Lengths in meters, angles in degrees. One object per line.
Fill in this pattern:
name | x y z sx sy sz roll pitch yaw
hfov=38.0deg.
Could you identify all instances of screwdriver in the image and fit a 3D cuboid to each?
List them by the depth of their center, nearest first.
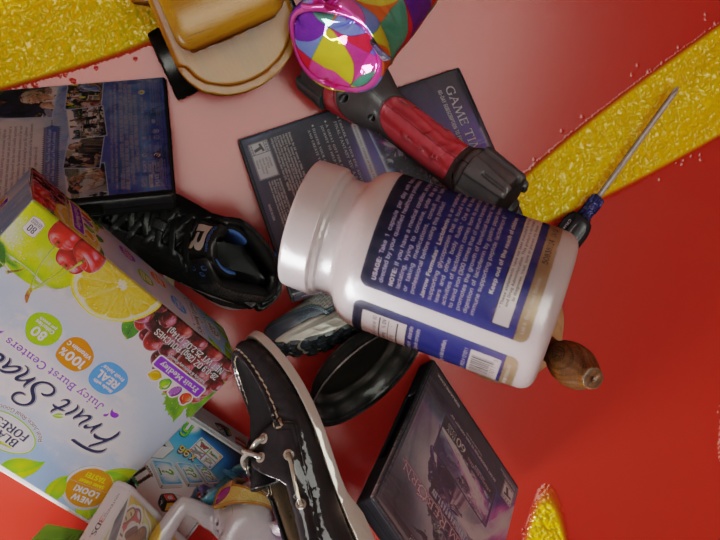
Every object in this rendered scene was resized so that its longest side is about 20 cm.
screwdriver | 0.218 -0.077 0.907 0.028 0.029 0.201 36 95 -12

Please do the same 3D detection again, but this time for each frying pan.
frying pan | 0.014 0.057 0.841 0.114 0.031 0.192 -17 144 -41

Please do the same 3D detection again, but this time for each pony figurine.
pony figurine | -0.064 0.214 0.805 0.201 0.166 0.194 -49 116 -18

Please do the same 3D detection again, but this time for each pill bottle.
pill bottle | 0.047 -0.002 0.752 0.197 0.116 0.118 20 94 9

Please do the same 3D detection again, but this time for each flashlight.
flashlight | 0.040 -0.113 0.815 0.199 0.069 0.067 40 46 19

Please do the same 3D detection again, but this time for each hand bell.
hand bell | 0.145 0.061 0.829 0.102 0.200 0.107 -1 98 -8

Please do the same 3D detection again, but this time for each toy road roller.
toy road roller | -0.117 -0.231 0.775 0.121 0.146 0.203 -24 100 -6

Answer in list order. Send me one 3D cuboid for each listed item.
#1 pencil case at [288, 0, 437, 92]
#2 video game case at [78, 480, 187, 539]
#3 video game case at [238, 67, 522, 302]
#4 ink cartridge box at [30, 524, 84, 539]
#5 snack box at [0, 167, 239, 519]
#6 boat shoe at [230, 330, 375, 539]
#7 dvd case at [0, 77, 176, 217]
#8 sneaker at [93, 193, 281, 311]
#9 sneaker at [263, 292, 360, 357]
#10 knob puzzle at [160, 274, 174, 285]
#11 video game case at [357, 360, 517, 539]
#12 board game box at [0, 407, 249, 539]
pencil case | 0.022 -0.221 0.789 0.088 0.088 0.201 40 55 -12
video game case | -0.181 0.286 0.797 0.184 0.023 0.201 -61 146 -26
video game case | 0.014 -0.073 0.849 0.196 0.019 0.145 -18 70 -7
ink cartridge box | -0.248 0.308 0.780 0.074 0.200 0.151 6 105 8
snack box | -0.214 0.058 0.748 0.168 0.068 0.200 -43 121 4
boat shoe | -0.050 0.142 0.732 0.060 0.074 0.203 -23 84 -21
dvd case | -0.240 -0.089 0.786 0.196 0.144 0.018 -6 138 -9
sneaker | -0.144 -0.035 0.796 0.198 0.111 0.074 28 77 -20
sneaker | 0.000 0.000 0.869 0.198 0.078 0.087 -29 80 -13
knob puzzle | -0.237 -0.017 0.842 0.215 0.030 0.225 -1 97 -9
video game case | 0.069 0.179 0.834 0.019 0.200 0.144 -28 103 26
board game box | -0.203 0.139 0.848 0.199 0.035 0.127 37 98 -17
